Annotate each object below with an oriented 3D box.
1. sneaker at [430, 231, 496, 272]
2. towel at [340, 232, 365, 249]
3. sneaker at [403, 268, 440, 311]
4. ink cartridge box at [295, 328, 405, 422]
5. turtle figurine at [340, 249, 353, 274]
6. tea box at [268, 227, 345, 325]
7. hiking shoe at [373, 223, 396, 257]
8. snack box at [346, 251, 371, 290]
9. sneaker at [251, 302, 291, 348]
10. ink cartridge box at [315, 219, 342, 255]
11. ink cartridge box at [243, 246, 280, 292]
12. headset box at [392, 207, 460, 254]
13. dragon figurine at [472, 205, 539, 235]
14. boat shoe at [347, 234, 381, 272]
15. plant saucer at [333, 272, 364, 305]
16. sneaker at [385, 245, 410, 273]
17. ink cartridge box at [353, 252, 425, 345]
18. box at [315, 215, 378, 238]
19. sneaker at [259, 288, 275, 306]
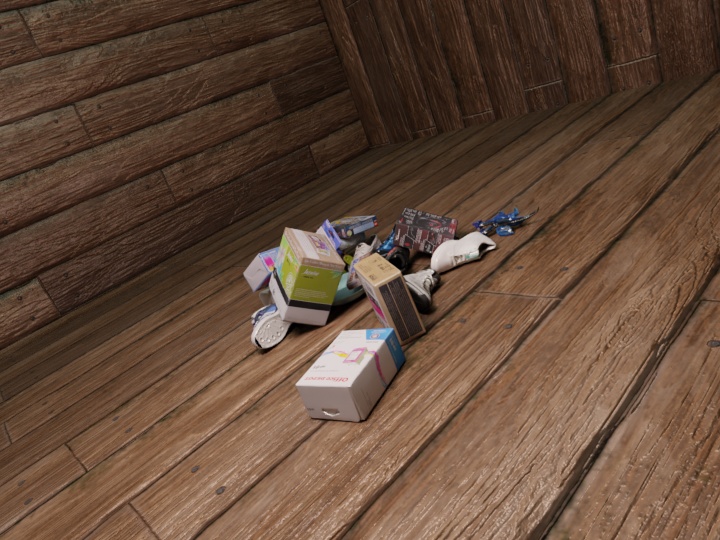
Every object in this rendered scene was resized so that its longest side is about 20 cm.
[{"bbox_3d":[0.289,-0.048,1.496,0.198,0.076,0.088,-28,31,-19],"label":"sneaker"},{"bbox_3d":[-0.102,-0.094,1.890,0.170,0.049,0.198,-28,17,-37],"label":"towel"},{"bbox_3d":[0.164,0.036,1.387,0.114,0.077,0.200,-27,17,-8],"label":"sneaker"},{"bbox_3d":[-0.017,0.210,1.108,0.143,0.086,0.200,-8,25,35],"label":"ink cartridge box"},{"bbox_3d":[-0.090,-0.022,1.797,0.200,0.065,0.160,-45,23,-27],"label":"turtle figurine"},{"bbox_3d":[-0.155,0.015,1.504,0.132,0.199,0.200,10,22,-27],"label":"tea box"},{"bbox_3d":[0.117,-0.113,1.824,0.198,0.088,0.074,-31,21,-23],"label":"hiking shoe"},{"bbox_3d":[0.000,0.000,1.616,0.071,0.025,0.200,-27,17,13],"label":"snack box"},{"bbox_3d":[-0.279,0.165,1.553,0.145,0.081,0.200,-18,21,39],"label":"sneaker"},{"bbox_3d":[-0.133,-0.054,1.756,0.201,0.042,0.120,-51,52,23],"label":"ink cartridge box"},{"bbox_3d":[-0.249,-0.019,1.687,0.199,0.077,0.136,-25,-10,-42],"label":"ink cartridge box"},{"bbox_3d":[0.211,-0.116,1.648,0.197,0.076,0.149,14,28,8],"label":"headset box"},{"bbox_3d":[0.431,-0.141,1.590,0.198,0.060,0.099,-2,27,47],"label":"dragon figurine"},{"bbox_3d":[0.012,-0.062,1.837,0.071,0.067,0.200,-5,26,40],"label":"boat shoe"},{"bbox_3d":[-0.043,0.060,1.614,0.198,0.039,0.201,-21,19,7],"label":"plant saucer"},{"bbox_3d":[0.109,-0.025,1.587,0.098,0.071,0.201,-43,2,42],"label":"sneaker"},{"bbox_3d":[0.066,0.063,1.283,0.074,0.167,0.200,-26,18,-8],"label":"ink cartridge box"},{"bbox_3d":[-0.050,-0.152,1.870,0.135,0.038,0.199,-24,16,-30],"label":"box"},{"bbox_3d":[-0.252,0.075,1.738,0.088,0.076,0.199,-29,17,-30],"label":"sneaker"}]
